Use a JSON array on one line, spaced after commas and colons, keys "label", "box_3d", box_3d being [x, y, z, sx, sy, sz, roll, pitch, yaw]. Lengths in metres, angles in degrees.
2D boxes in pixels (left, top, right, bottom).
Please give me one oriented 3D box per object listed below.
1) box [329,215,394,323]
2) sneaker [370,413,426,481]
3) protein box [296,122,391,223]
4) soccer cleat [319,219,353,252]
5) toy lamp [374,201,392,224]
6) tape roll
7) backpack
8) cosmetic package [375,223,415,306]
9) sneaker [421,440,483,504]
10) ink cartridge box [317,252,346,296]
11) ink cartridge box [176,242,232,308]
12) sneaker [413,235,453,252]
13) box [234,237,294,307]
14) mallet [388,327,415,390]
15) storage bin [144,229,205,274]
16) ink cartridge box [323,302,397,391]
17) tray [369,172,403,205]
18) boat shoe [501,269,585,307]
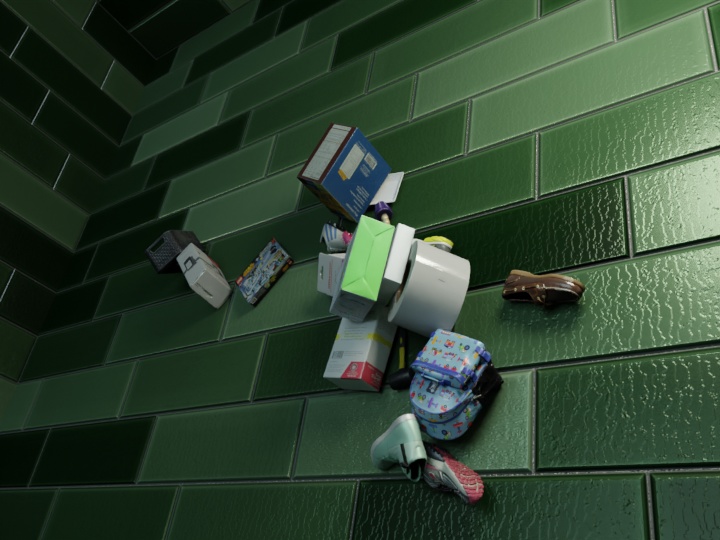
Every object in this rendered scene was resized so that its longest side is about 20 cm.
[{"label": "box", "box_3d": [0.000, 0.000, 1.636, 0.177, 0.094, 0.205, 117, 170, -65]}, {"label": "sneaker", "box_3d": [0.081, 0.416, 1.436, 0.203, 0.072, 0.120, 116, 147, -44]}, {"label": "protein box", "box_3d": [-0.047, -0.294, 1.989, 0.133, 0.198, 0.203, 22, 76, 47]}, {"label": "soccer cleat", "box_3d": [-0.056, -0.082, 1.987, 0.199, 0.069, 0.088, 35, 101, 51]}, {"label": "toy lamp", "box_3d": [0.079, -0.121, 1.894, 0.057, 0.058, 0.204, -30, 46, 19]}, {"label": "tape roll", "box_3d": [0.161, 0.049, 1.563, 0.203, 0.136, 0.208, -159, 90, -85]}, {"label": "backpack", "box_3d": [0.186, 0.254, 1.437, 0.180, 0.136, 0.201, 17, 59, 46]}, {"label": "cosmetic package", "box_3d": [0.074, -0.004, 1.666, 0.201, 0.050, 0.155, 118, 167, -64]}, {"label": "sneaker", "box_3d": [0.184, 0.434, 1.381, 0.199, 0.079, 0.077, 24, 93, 62]}, {"label": "ink cartridge box", "box_3d": [-0.035, 0.019, 1.844, 0.197, 0.067, 0.119, 15, 105, 46]}, {"label": "ink cartridge box", "box_3d": [-0.537, 0.017, 2.271, 0.083, 0.145, 0.200, -44, 41, 0]}, {"label": "sneaker", "box_3d": [0.152, -0.036, 1.751, 0.196, 0.074, 0.087, -11, 58, 39]}, {"label": "box", "box_3d": [-0.317, 0.004, 2.165, 0.201, 0.040, 0.137, -49, 42, 2]}, {"label": "mallet", "box_3d": [0.113, 0.199, 1.646, 0.065, 0.041, 0.205, -17, 47, 33]}, {"label": "storage bin", "box_3d": [-0.672, -0.067, 2.403, 0.134, 0.200, 0.095, -38, 83, 12]}, {"label": "ink cartridge box", "box_3d": [0.004, 0.197, 1.696, 0.143, 0.083, 0.205, -7, 57, 46]}, {"label": "tray", "box_3d": [0.047, -0.244, 2.037, 0.196, 0.022, 0.110, -2, 61, 41]}, {"label": "boat shoe", "box_3d": [0.404, 0.049, 1.470, 0.197, 0.070, 0.071, 5, 56, 53]}]
